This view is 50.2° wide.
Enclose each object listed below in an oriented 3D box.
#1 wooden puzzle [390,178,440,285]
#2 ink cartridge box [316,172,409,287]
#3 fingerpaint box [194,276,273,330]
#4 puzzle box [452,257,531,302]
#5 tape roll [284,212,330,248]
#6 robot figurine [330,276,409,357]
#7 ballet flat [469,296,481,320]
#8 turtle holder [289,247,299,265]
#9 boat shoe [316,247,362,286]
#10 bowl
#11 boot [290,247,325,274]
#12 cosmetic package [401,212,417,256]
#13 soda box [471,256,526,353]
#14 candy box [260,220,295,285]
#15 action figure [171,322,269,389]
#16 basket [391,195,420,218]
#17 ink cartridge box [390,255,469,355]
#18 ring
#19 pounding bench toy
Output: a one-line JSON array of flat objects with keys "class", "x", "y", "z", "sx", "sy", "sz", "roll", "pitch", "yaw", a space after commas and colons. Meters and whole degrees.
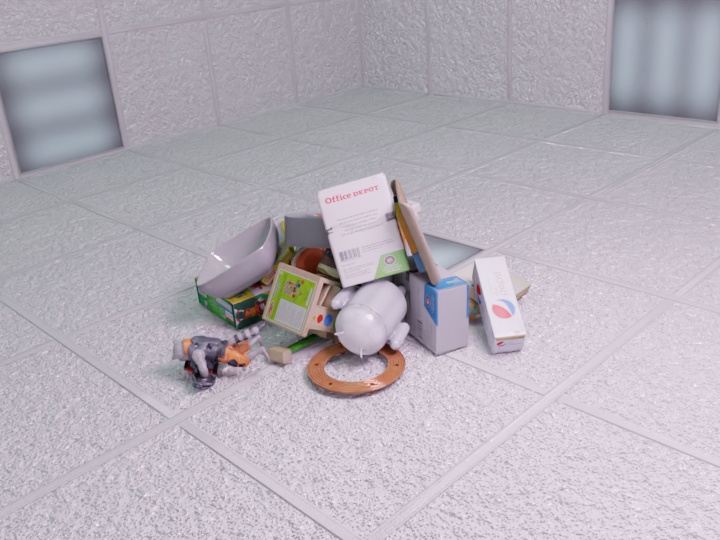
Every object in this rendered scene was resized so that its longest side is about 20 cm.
[{"class": "wooden puzzle", "x": 0.105, "y": -0.080, "z": 1.576, "sx": 0.037, "sy": 0.186, "sz": 0.200, "roll": -23, "pitch": 20, "yaw": 4}, {"class": "ink cartridge box", "x": 0.007, "y": -0.085, "z": 1.577, "sx": 0.144, "sy": 0.202, "sz": 0.084, "roll": -15, "pitch": 10, "yaw": 6}, {"class": "fingerpaint box", "x": -0.275, "y": 0.052, "z": 1.838, "sx": 0.166, "sy": 0.074, "sz": 0.199, "roll": -22, "pitch": 30, "yaw": -32}, {"class": "puzzle box", "x": 0.295, "y": 0.030, "z": 1.745, "sx": 0.133, "sy": 0.026, "sz": 0.199, "roll": 33, "pitch": 27, "yaw": 22}, {"class": "tape roll", "x": -0.071, "y": -0.093, "z": 1.722, "sx": 0.198, "sy": 0.067, "sz": 0.200, "roll": 0, "pitch": 8, "yaw": 0}, {"class": "robot figurine", "x": 0.022, "y": 0.095, "z": 1.575, "sx": 0.169, "sy": 0.113, "sz": 0.200, "roll": 32, "pitch": 45, "yaw": 10}, {"class": "ballet flat", "x": 0.204, "y": 0.052, "z": 1.743, "sx": 0.065, "sy": 0.071, "sz": 0.200, "roll": 15, "pitch": 9, "yaw": -34}, {"class": "turtle holder", "x": -0.111, "y": 0.002, "z": 1.856, "sx": 0.140, "sy": 0.187, "sz": 0.131, "roll": -20, "pitch": 3, "yaw": 33}, {"class": "boat shoe", "x": 0.000, "y": 0.000, "z": 1.687, "sx": 0.199, "sy": 0.065, "sz": 0.073, "roll": 15, "pitch": 7, "yaw": -34}, {"class": "bowl", "x": -0.266, "y": -0.021, "z": 1.754, "sx": 0.199, "sy": 0.075, "sz": 0.200, "roll": -31, "pitch": 23, "yaw": 14}, {"class": "boot", "x": -0.059, "y": -0.029, "z": 1.744, "sx": 0.199, "sy": 0.076, "sz": 0.107, "roll": -17, "pitch": 16, "yaw": -34}, {"class": "cosmetic package", "x": 0.081, "y": -0.035, "z": 1.809, "sx": 0.100, "sy": 0.202, "sz": 0.071, "roll": 5, "pitch": 25, "yaw": 22}, {"class": "soda box", "x": 0.286, "y": 0.070, "z": 1.598, "sx": 0.067, "sy": 0.064, "sz": 0.201, "roll": -6, "pitch": 54, "yaw": -4}, {"class": "candy box", "x": -0.205, "y": -0.044, "z": 1.848, "sx": 0.102, "sy": 0.026, "sz": 0.200, "roll": -45, "pitch": 23, "yaw": 10}, {"class": "action figure", "x": -0.292, "y": 0.154, "z": 1.581, "sx": 0.191, "sy": 0.106, "sz": 0.200, "roll": -3, "pitch": 22, "yaw": -13}, {"class": "basket", "x": 0.055, "y": -0.131, "z": 2.129, "sx": 0.135, "sy": 0.125, "sz": 0.199, "roll": -24, "pitch": 31, "yaw": -38}, {"class": "ink cartridge box", "x": 0.143, "y": 0.067, "z": 1.635, "sx": 0.083, "sy": 0.147, "sz": 0.200, "roll": -13, "pitch": 25, "yaw": -23}, {"class": "ring", "x": -0.008, "y": 0.194, "z": 1.536, "sx": 0.198, "sy": 0.019, "sz": 0.201, "roll": -4, "pitch": 23, "yaw": 2}, {"class": "pounding bench toy", "x": -0.111, "y": 0.107, "z": 1.641, "sx": 0.124, "sy": 0.202, "sz": 0.155, "roll": 18, "pitch": 0, "yaw": 38}]
